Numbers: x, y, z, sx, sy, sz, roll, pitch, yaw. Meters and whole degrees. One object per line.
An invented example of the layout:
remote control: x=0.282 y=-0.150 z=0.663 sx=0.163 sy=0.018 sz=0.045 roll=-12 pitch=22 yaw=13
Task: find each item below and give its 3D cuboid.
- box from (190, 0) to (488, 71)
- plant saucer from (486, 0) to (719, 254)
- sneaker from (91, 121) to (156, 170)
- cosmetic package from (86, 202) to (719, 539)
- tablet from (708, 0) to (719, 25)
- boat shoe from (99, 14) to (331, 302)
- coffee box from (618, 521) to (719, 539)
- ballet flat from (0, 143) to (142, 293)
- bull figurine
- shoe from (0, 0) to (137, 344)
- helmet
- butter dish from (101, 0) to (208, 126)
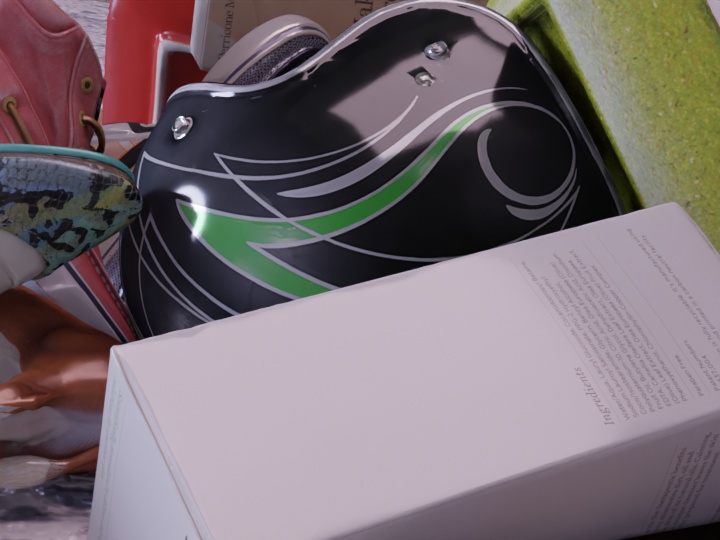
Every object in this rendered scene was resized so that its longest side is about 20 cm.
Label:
box: x=0.008 y=-0.150 z=0.972 sx=0.198 sy=0.096 sz=0.078 roll=4 pitch=15 yaw=-11
plant saucer: x=0.109 y=-0.051 z=0.720 sx=0.048 sy=0.201 sz=0.200 roll=-26 pitch=1 yaw=-7
sneaker: x=-0.117 y=-0.040 z=0.964 sx=0.198 sy=0.074 sz=0.080 roll=-18 pitch=47 yaw=13
cosmetic package: x=0.025 y=0.061 z=0.528 sx=0.198 sy=0.108 sz=0.085 roll=-12 pitch=53 yaw=-26
tablet: x=0.218 y=-0.107 z=0.771 sx=0.198 sy=0.014 sz=0.130 roll=5 pitch=27 yaw=-1
boat shoe: x=-0.056 y=-0.031 z=0.857 sx=0.092 sy=0.201 sz=0.075 roll=29 pitch=-9 yaw=40
coffee box: x=0.086 y=0.133 z=0.474 sx=0.199 sy=0.081 sz=0.113 roll=-2 pitch=18 yaw=-39
ballet flat: x=-0.182 y=-0.010 z=0.677 sx=0.198 sy=0.075 sz=0.074 roll=1 pitch=11 yaw=17
bull figurine: x=-0.165 y=0.039 z=0.719 sx=0.121 sy=0.066 sz=0.199 roll=-13 pitch=20 yaw=-42
shoe: x=-0.142 y=-0.047 z=0.790 sx=0.091 sy=0.201 sz=0.071 roll=-40 pitch=14 yaw=-22
helmet: x=0.000 y=0.000 z=0.716 sx=0.190 sy=0.201 sz=0.200 roll=-27 pitch=22 yaw=-9
butter dish: x=-0.060 y=-0.128 z=1.118 sx=0.198 sy=0.201 sz=0.149 roll=8 pitch=42 yaw=-3
